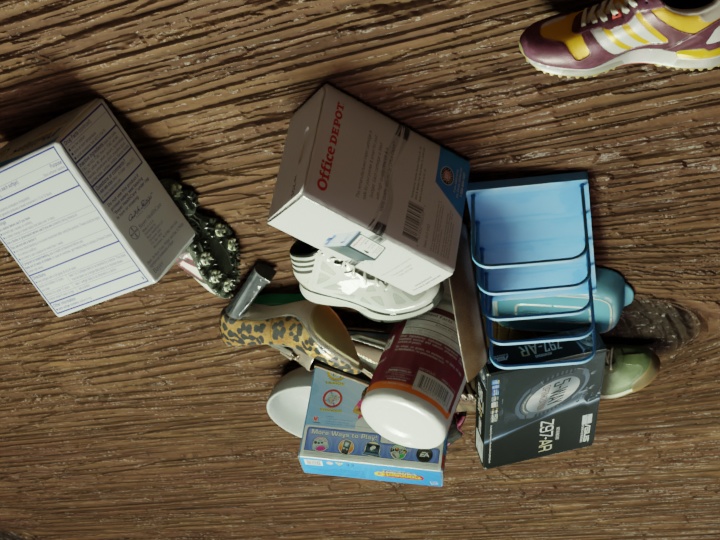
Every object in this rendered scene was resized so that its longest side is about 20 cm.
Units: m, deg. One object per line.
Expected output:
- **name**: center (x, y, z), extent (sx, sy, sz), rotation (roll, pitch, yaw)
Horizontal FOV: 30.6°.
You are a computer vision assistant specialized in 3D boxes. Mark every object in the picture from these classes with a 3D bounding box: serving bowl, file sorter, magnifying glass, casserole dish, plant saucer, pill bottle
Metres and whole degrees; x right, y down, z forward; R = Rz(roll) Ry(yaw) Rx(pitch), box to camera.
- **serving bowl**: center (-0.039, 0.193, 1.969), extent (0.197, 0.067, 0.201), rotation (7, 148, 4)
- **file sorter**: center (0.201, 0.005, 1.507), extent (0.137, 0.124, 0.201), rotation (-5, 139, 10)
- **magnifying glass**: center (-0.074, 0.047, 1.788), extent (0.198, 0.023, 0.079), rotation (-19, 138, 38)
- **casserole dish**: center (0.246, 0.040, 1.668), extent (0.197, 0.039, 0.122), rotation (4, 148, 12)
- **plant saucer**: center (0.123, 0.028, 1.535), extent (0.032, 0.202, 0.201), rotation (-10, 146, 6)
- **pill bottle**: center (0.084, 0.111, 1.658), extent (0.113, 0.201, 0.115), rotation (17, 147, 12)

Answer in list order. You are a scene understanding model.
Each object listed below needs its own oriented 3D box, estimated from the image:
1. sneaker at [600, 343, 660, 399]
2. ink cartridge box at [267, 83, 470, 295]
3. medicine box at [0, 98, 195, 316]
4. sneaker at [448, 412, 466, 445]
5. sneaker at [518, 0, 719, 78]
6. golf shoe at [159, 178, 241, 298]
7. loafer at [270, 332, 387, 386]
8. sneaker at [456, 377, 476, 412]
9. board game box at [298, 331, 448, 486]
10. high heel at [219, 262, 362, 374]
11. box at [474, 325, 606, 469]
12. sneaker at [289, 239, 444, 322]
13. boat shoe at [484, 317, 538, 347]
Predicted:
- **sneaker**: center (0.294, 0.129, 1.765), extent (0.198, 0.068, 0.090), rotation (-12, 148, 37)
- **ink cartridge box**: center (0.012, -0.085, 1.427), extent (0.198, 0.148, 0.086), rotation (25, 148, -23)
- **medicine box**: center (-0.327, -0.069, 1.530), extent (0.181, 0.103, 0.201), rotation (-17, 115, 37)
- **sneaker**: center (0.113, 0.222, 1.911), extent (0.095, 0.200, 0.080), rotation (-28, 96, 5)
- **sneaker**: center (0.243, -0.234, 1.204), extent (0.197, 0.076, 0.091), rotation (-3, 139, 9)
- **golf shoe**: center (-0.221, -0.041, 1.651), extent (0.087, 0.078, 0.201), rotation (0, 141, 35)
- **loafer**: center (-0.049, 0.113, 1.795), extent (0.197, 0.064, 0.072), rotation (12, 153, 10)
- **sneaker**: center (0.146, 0.154, 1.755), extent (0.197, 0.071, 0.076), rotation (6, 153, -23)
- **board game box**: center (0.028, 0.187, 1.814), extent (0.197, 0.198, 0.056), rotation (5, 149, 9)
- **high heel**: center (-0.096, 0.098, 1.761), extent (0.200, 0.071, 0.143), rotation (41, 128, 4)
- **box**: center (0.230, 0.167, 1.709), extent (0.158, 0.044, 0.202), rotation (-11, 136, -8)
- **sneaker**: center (0.000, 0.000, 1.627), extent (0.198, 0.076, 0.116), rotation (6, 150, 22)
- **boat shoe**: center (0.144, 0.100, 1.776), extent (0.197, 0.073, 0.072), rotation (1, 168, 7)
